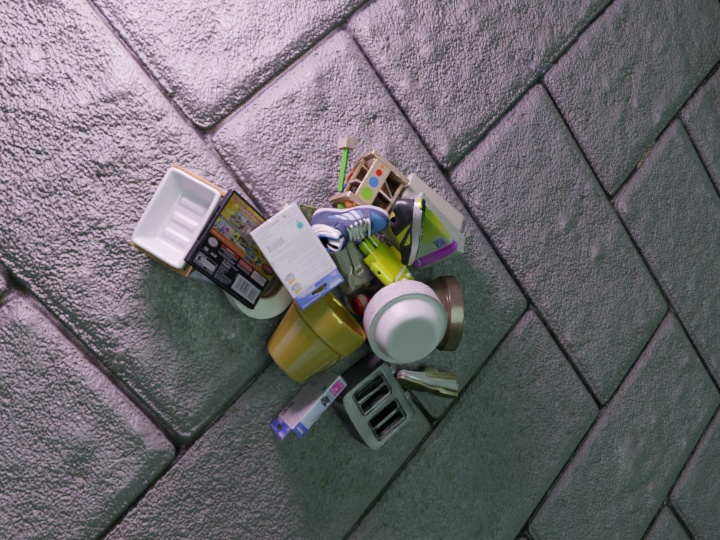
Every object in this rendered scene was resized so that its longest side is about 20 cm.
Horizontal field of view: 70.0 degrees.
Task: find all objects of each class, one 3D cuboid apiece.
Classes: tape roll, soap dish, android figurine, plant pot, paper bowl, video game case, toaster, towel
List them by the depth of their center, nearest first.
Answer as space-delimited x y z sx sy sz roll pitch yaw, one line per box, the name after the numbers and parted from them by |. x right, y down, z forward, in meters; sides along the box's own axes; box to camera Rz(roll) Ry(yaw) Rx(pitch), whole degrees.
-0.388 -0.108 1.127 0.155 0.081 0.203 27 85 10 | soap dish
-0.260 -0.043 1.127 0.200 0.025 0.183 44 66 -40 | video game case
-0.230 0.012 1.211 0.200 0.037 0.207 -9 103 -43 | tape roll
0.111 0.134 1.223 0.196 0.105 0.204 -6 119 -10 | paper bowl
-0.117 0.155 1.239 0.189 0.201 0.201 -44 108 5 | plant pot
-0.137 -0.086 1.240 0.036 0.200 0.152 -10 93 16 | towel
0.076 -0.006 1.298 0.041 0.182 0.201 -41 90 24 | android figurine
0.022 0.340 1.340 0.199 0.118 0.183 -34 103 -20 | toaster
0.167 0.116 1.383 0.170 0.200 0.205 0 91 -8 | plant pot

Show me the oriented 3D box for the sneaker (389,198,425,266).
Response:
0.111 -0.099 1.264 0.083 0.203 0.075 13 42 10 | sneaker

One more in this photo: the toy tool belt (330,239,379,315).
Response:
0.000 0.000 1.321 0.121 0.125 0.203 -23 81 -28 | toy tool belt

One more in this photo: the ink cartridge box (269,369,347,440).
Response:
-0.130 0.332 1.268 0.200 0.119 0.042 -44 109 -18 | ink cartridge box

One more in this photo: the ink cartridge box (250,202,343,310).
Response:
-0.137 -0.030 1.121 0.118 0.042 0.202 -34 95 -7 | ink cartridge box

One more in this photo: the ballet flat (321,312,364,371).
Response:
-0.048 0.194 1.339 0.200 0.068 0.063 -48 138 -14 | ballet flat

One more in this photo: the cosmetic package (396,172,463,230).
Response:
0.174 -0.156 1.405 0.199 0.103 0.088 35 56 -19 | cosmetic package

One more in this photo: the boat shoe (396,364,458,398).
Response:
0.187 0.305 1.448 0.197 0.075 0.070 20 62 -22 | boat shoe

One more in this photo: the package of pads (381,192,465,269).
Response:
0.158 -0.099 1.352 0.200 0.153 0.069 42 47 -27 | package of pads

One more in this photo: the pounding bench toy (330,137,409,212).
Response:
-0.009 -0.220 1.317 0.199 0.124 0.158 37 76 -20 | pounding bench toy

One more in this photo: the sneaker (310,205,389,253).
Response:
-0.026 -0.085 1.213 0.195 0.148 0.082 1 128 -2 | sneaker

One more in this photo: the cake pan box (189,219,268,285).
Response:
-0.308 -0.053 1.221 0.197 0.052 0.188 17 85 -24 | cake pan box
